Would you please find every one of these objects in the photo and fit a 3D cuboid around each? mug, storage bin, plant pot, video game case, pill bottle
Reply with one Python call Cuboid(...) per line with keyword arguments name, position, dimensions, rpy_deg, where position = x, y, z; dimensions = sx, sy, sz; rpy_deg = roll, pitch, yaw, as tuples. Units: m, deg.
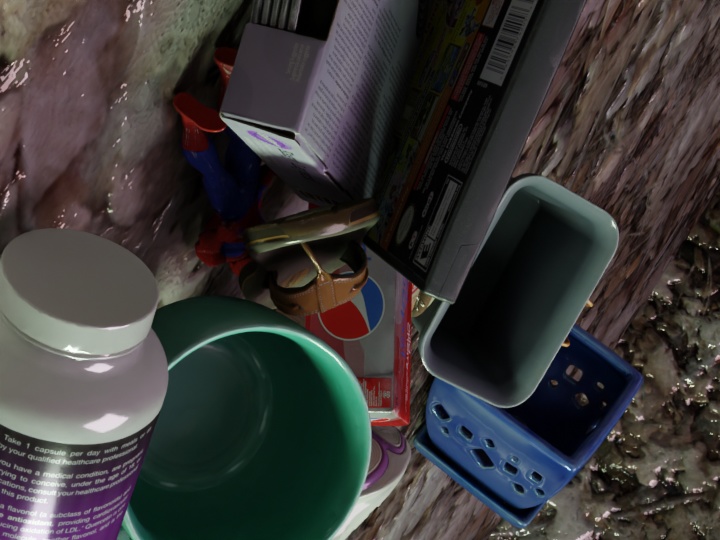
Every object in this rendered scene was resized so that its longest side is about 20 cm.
Cuboid(name="mug", position=(-0.097, 0.098, 0.930), dimensions=(0.184, 0.114, 0.154), rpy_deg=(-22, 110, -18))
Cuboid(name="storage bin", position=(0.132, 0.005, 1.486), dimensions=(0.201, 0.145, 0.134), rpy_deg=(-60, -157, 8))
Cuboid(name="plant pot", position=(0.187, 0.172, 1.920), dimensions=(0.200, 0.199, 0.180), rpy_deg=(-44, 166, -42))
Cuboid(name="video game case", position=(0.057, -0.098, 0.943), dimensions=(0.202, 0.025, 0.181), rpy_deg=(-67, -159, 7))
Cuboid(name="pill bottle", position=(-0.162, 0.083, 0.803), dimensions=(0.112, 0.112, 0.201), rpy_deg=(-35, 152, -55))

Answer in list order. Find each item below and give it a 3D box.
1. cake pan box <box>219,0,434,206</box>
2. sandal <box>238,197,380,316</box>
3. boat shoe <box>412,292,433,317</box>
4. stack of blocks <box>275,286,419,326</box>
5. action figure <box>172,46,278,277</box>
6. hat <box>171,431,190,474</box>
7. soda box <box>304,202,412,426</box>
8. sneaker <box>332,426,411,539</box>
Cuboid(name="cake pan box", position=(-0.008, -0.140, 0.901), dimensions=(0.200, 0.052, 0.186), rpy_deg=(39, 65, -75))
Cuboid(name="sandal", position=(-0.032, 0.002, 0.944), dimensions=(0.081, 0.055, 0.200), rpy_deg=(-16, 170, -16))
Cuboid(name="boat shoe", position=(0.073, -0.051, 1.373), dimensions=(0.075, 0.075, 0.203), rpy_deg=(-46, 172, -45))
Cuboid(name="stack of blocks", position=(-0.030, 0.064, 1.278), dimensions=(0.200, 0.058, 0.116), rpy_deg=(-42, 157, -47))
Cuboid(name="action figure", position=(-0.074, -0.048, 0.959), dimensions=(0.066, 0.051, 0.201), rpy_deg=(-57, 167, -24))
Cuboid(name="hat", position=(-0.101, 0.111, 1.097), dimensions=(0.201, 0.081, 0.202), rpy_deg=(-44, 151, -31))
Cuboid(name="soda box", position=(0.000, 0.000, 1.072), dimensions=(0.070, 0.063, 0.202), rpy_deg=(49, 42, -74))
Cuboid(name="sneaker", position=(-0.048, 0.169, 1.096), dimensions=(0.199, 0.075, 0.100), rpy_deg=(-33, 153, -33))
